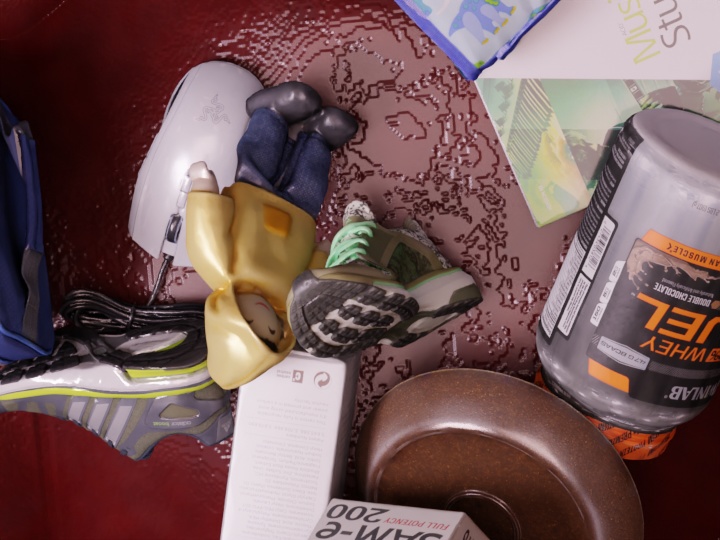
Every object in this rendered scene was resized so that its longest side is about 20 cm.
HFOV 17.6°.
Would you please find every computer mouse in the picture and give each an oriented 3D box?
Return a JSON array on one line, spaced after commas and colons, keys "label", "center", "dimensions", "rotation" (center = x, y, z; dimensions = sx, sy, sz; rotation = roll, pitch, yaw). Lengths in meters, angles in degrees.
[{"label": "computer mouse", "center": [-0.120, -0.042, 1.540], "dimensions": [0.109, 0.044, 0.201], "rotation": [19, 98, 4]}]

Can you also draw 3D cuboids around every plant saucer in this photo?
[{"label": "plant saucer", "center": [0.082, 0.156, 1.497], "dimensions": [0.199, 0.035, 0.201], "rotation": [14, 126, 19]}]

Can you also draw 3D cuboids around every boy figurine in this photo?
[{"label": "boy figurine", "center": [-0.063, -0.022, 1.466], "dimensions": [0.124, 0.201, 0.064], "rotation": [36, 142, -30]}]

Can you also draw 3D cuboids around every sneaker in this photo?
[{"label": "sneaker", "center": [-0.167, 0.086, 1.522], "dimensions": [0.199, 0.074, 0.081], "rotation": [-4, 116, 35]}, {"label": "sneaker", "center": [0.000, 0.000, 1.470], "dimensions": [0.077, 0.200, 0.089], "rotation": [-34, 75, 21]}]

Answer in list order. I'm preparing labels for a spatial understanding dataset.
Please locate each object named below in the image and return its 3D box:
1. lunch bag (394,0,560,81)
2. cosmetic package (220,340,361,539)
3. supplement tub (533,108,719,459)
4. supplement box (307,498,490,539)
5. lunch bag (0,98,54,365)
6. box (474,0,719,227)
[{"label": "lunch bag", "center": [0.064, -0.246, 1.460], "dimensions": [0.170, 0.127, 0.200], "rotation": [-44, 81, 8]}, {"label": "cosmetic package", "center": [-0.049, 0.145, 1.525], "dimensions": [0.074, 0.102, 0.201], "rotation": [9, 95, 5]}, {"label": "supplement tub", "center": [0.187, 0.010, 1.463], "dimensions": [0.122, 0.123, 0.201], "rotation": [22, 114, 3]}, {"label": "supplement box", "center": [0.062, 0.233, 1.465], "dimensions": [0.200, 0.126, 0.074], "rotation": [49, 60, -31]}, {"label": "lunch bag", "center": [-0.268, -0.033, 1.499], "dimensions": [0.131, 0.136, 0.201], "rotation": [-10, 77, 6]}, {"label": "box", "center": [0.176, -0.133, 1.505], "dimensions": [0.199, 0.036, 0.145], "rotation": [-24, 94, 9]}]
